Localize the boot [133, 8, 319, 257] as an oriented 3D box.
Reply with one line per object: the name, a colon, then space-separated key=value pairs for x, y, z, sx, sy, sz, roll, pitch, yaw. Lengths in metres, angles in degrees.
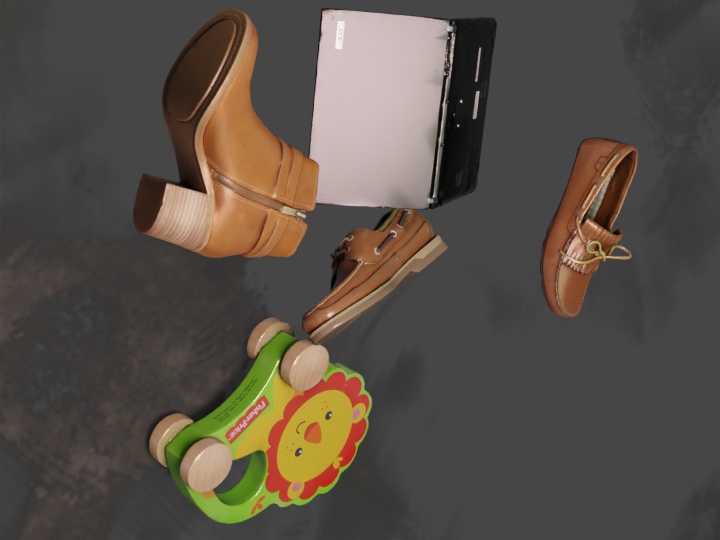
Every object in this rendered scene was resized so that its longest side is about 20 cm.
boot: x=-0.087 y=-0.103 z=0.994 sx=0.155 sy=0.077 sz=0.200 roll=11 pitch=100 yaw=-42

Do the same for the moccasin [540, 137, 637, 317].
moccasin: x=0.256 y=-0.044 z=1.324 sx=0.074 sy=0.078 sz=0.202 roll=21 pitch=91 yaw=-44

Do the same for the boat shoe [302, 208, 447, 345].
boat shoe: x=0.000 y=0.000 z=1.102 sx=0.068 sy=0.072 sz=0.200 roll=53 pitch=40 yaw=0

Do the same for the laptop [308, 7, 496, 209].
laptop: x=0.043 y=-0.155 z=1.142 sx=0.200 sy=0.103 sz=0.178 roll=-27 pitch=126 yaw=-63

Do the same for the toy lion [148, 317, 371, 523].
toy lion: x=-0.076 y=0.155 z=1.116 sx=0.200 sy=0.069 sz=0.192 roll=-45 pitch=137 yaw=-21
